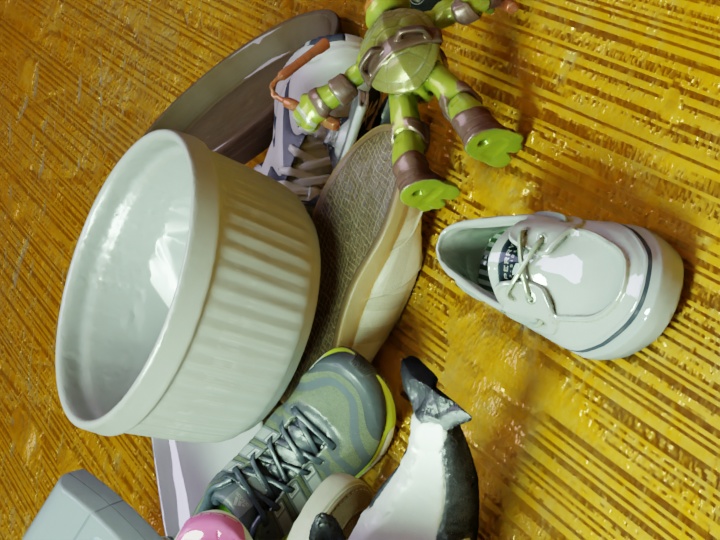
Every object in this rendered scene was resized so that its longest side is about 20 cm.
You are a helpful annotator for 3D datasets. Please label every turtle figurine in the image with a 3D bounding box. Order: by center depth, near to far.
[{"bbox_3d":[0.042,-0.128,1.450,0.200,0.064,0.161,-28,56,7],"label":"turtle figurine"}]

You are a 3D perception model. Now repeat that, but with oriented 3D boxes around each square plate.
[{"bbox_3d":[-0.100,0.121,1.661,0.198,0.028,0.200,-52,43,50],"label":"square plate"}]

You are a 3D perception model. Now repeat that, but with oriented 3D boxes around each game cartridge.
[{"bbox_3d":[-0.163,0.242,1.616,0.200,0.041,0.133,49,133,19],"label":"game cartridge"}]

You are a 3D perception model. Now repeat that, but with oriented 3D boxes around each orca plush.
[{"bbox_3d":[0.030,0.138,1.326,0.071,0.105,0.200,-38,-46,-56],"label":"orca plush"}]

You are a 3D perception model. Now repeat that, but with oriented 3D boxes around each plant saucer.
[{"bbox_3d":[-0.090,-0.123,1.754,0.200,0.029,0.200,-33,22,15],"label":"plant saucer"}]

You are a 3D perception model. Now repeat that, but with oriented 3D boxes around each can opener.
[{"bbox_3d":[-0.014,-0.023,1.558,0.053,0.067,0.200,-129,55,-80],"label":"can opener"}]

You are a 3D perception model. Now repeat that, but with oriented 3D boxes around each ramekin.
[{"bbox_3d":[-0.110,0.018,1.514,0.200,0.105,0.201,-41,40,46],"label":"ramekin"}]

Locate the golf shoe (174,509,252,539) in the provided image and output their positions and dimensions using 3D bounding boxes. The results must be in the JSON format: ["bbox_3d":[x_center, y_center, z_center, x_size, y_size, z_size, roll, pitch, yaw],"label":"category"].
[{"bbox_3d":[-0.086,0.221,1.474,0.092,0.075,0.200,-81,-10,-56],"label":"golf shoe"}]

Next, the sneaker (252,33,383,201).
[{"bbox_3d":[-0.033,-0.056,1.614,0.199,0.079,0.130,-55,30,38],"label":"sneaker"}]

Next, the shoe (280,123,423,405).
[{"bbox_3d":[0.000,0.000,1.515,0.070,0.053,0.200,31,106,40],"label":"shoe"}]

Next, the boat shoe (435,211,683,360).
[{"bbox_3d":[0.099,0.005,1.264,0.200,0.067,0.074,0,75,67],"label":"boat shoe"}]

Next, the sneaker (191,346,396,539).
[{"bbox_3d":[-0.048,0.129,1.475,0.081,0.074,0.200,-30,-22,-55],"label":"sneaker"}]

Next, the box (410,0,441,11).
[{"bbox_3d":[-0.001,-0.282,1.642,0.149,0.124,0.200,-68,23,11],"label":"box"}]

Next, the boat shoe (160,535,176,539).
[{"bbox_3d":[-0.168,0.224,1.683,0.200,0.070,0.071,175,95,-65],"label":"boat shoe"}]

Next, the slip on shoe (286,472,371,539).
[{"bbox_3d":[-0.024,0.224,1.421,0.060,0.076,0.200,14,74,27],"label":"slip on shoe"}]
